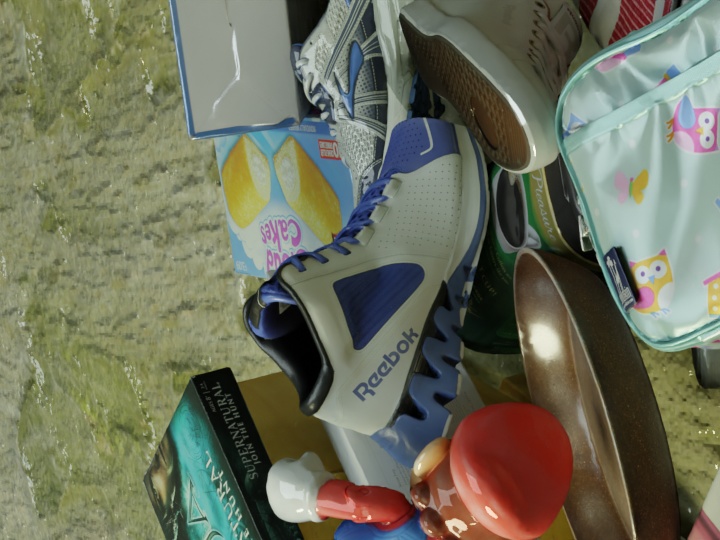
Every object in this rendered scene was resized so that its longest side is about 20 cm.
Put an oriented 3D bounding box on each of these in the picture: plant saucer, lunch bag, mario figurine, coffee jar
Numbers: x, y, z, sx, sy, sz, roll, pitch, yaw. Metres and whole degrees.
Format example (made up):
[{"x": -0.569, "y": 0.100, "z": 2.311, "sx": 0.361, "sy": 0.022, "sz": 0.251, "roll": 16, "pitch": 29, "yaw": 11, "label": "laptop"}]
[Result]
[{"x": 0.125, "y": 0.081, "z": 1.410, "sx": 0.200, "sy": 0.034, "sz": 0.201, "roll": 166, "pitch": 90, "yaw": -83, "label": "plant saucer"}, {"x": 0.187, "y": -0.060, "z": 1.282, "sx": 0.200, "sy": 0.077, "sz": 0.161, "roll": -29, "pitch": 74, "yaw": 34, "label": "lunch bag"}, {"x": 0.026, "y": 0.138, "z": 1.435, "sx": 0.123, "sy": 0.200, "sz": 0.106, "roll": 40, "pitch": -164, "yaw": -53, "label": "mario figurine"}, {"x": 0.112, "y": -0.030, "z": 1.501, "sx": 0.200, "sy": 0.085, "sz": 0.105, "roll": 139, "pitch": 126, "yaw": -61, "label": "coffee jar"}]

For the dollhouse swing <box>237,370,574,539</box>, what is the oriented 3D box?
[{"x": 0.013, "y": 0.150, "z": 1.654, "sx": 0.176, "sy": 0.199, "sz": 0.182, "roll": 0, "pitch": 102, "yaw": 64, "label": "dollhouse swing"}]

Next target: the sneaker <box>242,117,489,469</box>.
[{"x": 0.000, "y": 0.001, "z": 1.485, "sx": 0.081, "sy": 0.115, "sz": 0.200, "roll": 138, "pitch": 143, "yaw": -59, "label": "sneaker"}]

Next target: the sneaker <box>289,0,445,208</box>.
[{"x": 0.003, "y": -0.109, "z": 1.637, "sx": 0.085, "sy": 0.077, "sz": 0.201, "roll": 1, "pitch": 86, "yaw": 19, "label": "sneaker"}]

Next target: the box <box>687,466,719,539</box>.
[{"x": 0.227, "y": 0.185, "z": 1.357, "sx": 0.128, "sy": 0.109, "sz": 0.200, "roll": 56, "pitch": 147, "yaw": 34, "label": "box"}]

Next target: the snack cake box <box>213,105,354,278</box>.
[{"x": -0.020, "y": -0.051, "z": 1.771, "sx": 0.200, "sy": 0.067, "sz": 0.115, "roll": 9, "pitch": 109, "yaw": 62, "label": "snack cake box"}]

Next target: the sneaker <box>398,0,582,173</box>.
[{"x": 0.083, "y": -0.114, "z": 1.415, "sx": 0.200, "sy": 0.084, "sz": 0.073, "roll": -122, "pitch": 12, "yaw": -63, "label": "sneaker"}]

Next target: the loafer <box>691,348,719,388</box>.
[{"x": 0.194, "y": -0.041, "z": 1.382, "sx": 0.072, "sy": 0.063, "sz": 0.201, "roll": 72, "pitch": -164, "yaw": -81, "label": "loafer"}]

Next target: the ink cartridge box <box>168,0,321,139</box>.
[{"x": -0.068, "y": -0.170, "z": 1.735, "sx": 0.200, "sy": 0.076, "sz": 0.137, "roll": -63, "pitch": -33, "yaw": -75, "label": "ink cartridge box"}]

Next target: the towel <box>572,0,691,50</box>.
[{"x": 0.130, "y": -0.184, "z": 1.414, "sx": 0.200, "sy": 0.023, "sz": 0.144, "roll": -114, "pitch": 24, "yaw": -53, "label": "towel"}]

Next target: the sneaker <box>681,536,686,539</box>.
[{"x": 0.164, "y": 0.240, "z": 1.508, "sx": 0.200, "sy": 0.105, "sz": 0.076, "roll": 68, "pitch": 152, "yaw": 16, "label": "sneaker"}]

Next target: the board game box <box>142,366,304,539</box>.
[{"x": -0.065, "y": 0.174, "z": 1.558, "sx": 0.200, "sy": 0.028, "sz": 0.135, "roll": 65, "pitch": 152, "yaw": 23, "label": "board game box"}]

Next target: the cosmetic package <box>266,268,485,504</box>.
[{"x": 0.019, "y": 0.075, "z": 1.548, "sx": 0.051, "sy": 0.082, "sz": 0.200, "roll": 91, "pitch": 158, "yaw": -53, "label": "cosmetic package"}]
